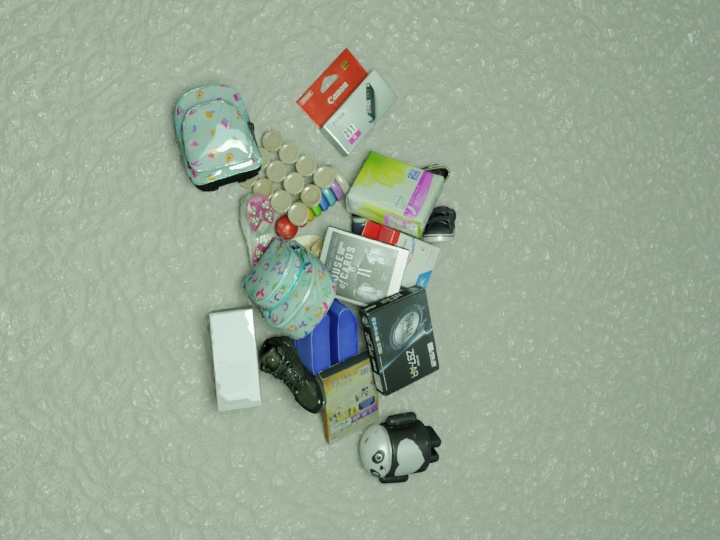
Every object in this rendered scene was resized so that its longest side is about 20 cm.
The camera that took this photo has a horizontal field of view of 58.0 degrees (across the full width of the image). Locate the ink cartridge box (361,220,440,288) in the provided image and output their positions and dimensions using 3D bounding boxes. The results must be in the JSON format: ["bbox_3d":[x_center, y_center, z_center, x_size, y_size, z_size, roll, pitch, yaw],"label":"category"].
[{"bbox_3d":[0.085,-0.032,1.544,0.196,0.067,0.119,17,96,-37],"label":"ink cartridge box"}]

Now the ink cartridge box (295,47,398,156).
[{"bbox_3d":[-0.030,-0.409,1.561,0.174,0.043,0.201,45,75,-15],"label":"ink cartridge box"}]

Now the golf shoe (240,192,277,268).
[{"bbox_3d":[-0.230,-0.079,1.472,0.074,0.091,0.206,-15,116,-30],"label":"golf shoe"}]

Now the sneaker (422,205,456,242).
[{"bbox_3d":[0.190,-0.112,1.564,0.076,0.200,0.082,0,99,11],"label":"sneaker"}]

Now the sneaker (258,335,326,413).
[{"bbox_3d":[-0.155,0.226,1.400,0.076,0.113,0.201,-43,67,17],"label":"sneaker"}]

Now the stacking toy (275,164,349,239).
[{"bbox_3d":[-0.120,-0.152,1.510,0.199,0.085,0.086,-42,102,-10],"label":"stacking toy"}]

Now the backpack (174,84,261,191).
[{"bbox_3d":[-0.312,-0.294,1.399,0.171,0.153,0.206,-17,86,-8],"label":"backpack"}]

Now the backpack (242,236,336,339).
[{"bbox_3d":[-0.149,0.039,1.397,0.179,0.200,0.150,-51,133,4],"label":"backpack"}]

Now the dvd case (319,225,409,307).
[{"bbox_3d":[0.000,0.000,1.476,0.194,0.025,0.155,16,95,-1],"label":"dvd case"}]

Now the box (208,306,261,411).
[{"bbox_3d":[-0.271,0.187,1.414,0.094,0.124,0.207,-5,90,-10],"label":"box"}]

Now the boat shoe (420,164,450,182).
[{"bbox_3d":[0.132,-0.212,1.607,0.195,0.059,0.074,-22,96,-19],"label":"boat shoe"}]

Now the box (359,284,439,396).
[{"bbox_3d":[0.090,0.157,1.466,0.157,0.043,0.206,-20,109,-25],"label":"box"}]

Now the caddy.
[{"bbox_3d":[-0.083,0.158,1.499,0.138,0.104,0.207,-11,108,-33],"label":"caddy"}]

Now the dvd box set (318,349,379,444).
[{"bbox_3d":[-0.024,0.293,1.502,0.143,0.029,0.205,-22,127,-25],"label":"dvd box set"}]

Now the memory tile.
[{"bbox_3d":[-0.171,-0.210,1.477,0.198,0.017,0.155,35,84,6],"label":"memory tile"}]

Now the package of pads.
[{"bbox_3d":[0.078,-0.177,1.516,0.195,0.069,0.157,21,61,14],"label":"package of pads"}]

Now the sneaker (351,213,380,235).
[{"bbox_3d":[0.069,-0.106,1.589,0.194,0.070,0.085,-6,108,-17],"label":"sneaker"}]

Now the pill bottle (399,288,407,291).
[{"bbox_3d":[0.070,0.147,1.550,0.110,0.113,0.207,-1,90,-19],"label":"pill bottle"}]

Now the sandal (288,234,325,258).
[{"bbox_3d":[-0.077,-0.042,1.523,0.205,0.069,0.080,7,87,-20],"label":"sandal"}]

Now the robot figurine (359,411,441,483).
[{"bbox_3d":[0.094,0.424,1.549,0.194,0.125,0.155,-1,71,-20],"label":"robot figurine"}]
